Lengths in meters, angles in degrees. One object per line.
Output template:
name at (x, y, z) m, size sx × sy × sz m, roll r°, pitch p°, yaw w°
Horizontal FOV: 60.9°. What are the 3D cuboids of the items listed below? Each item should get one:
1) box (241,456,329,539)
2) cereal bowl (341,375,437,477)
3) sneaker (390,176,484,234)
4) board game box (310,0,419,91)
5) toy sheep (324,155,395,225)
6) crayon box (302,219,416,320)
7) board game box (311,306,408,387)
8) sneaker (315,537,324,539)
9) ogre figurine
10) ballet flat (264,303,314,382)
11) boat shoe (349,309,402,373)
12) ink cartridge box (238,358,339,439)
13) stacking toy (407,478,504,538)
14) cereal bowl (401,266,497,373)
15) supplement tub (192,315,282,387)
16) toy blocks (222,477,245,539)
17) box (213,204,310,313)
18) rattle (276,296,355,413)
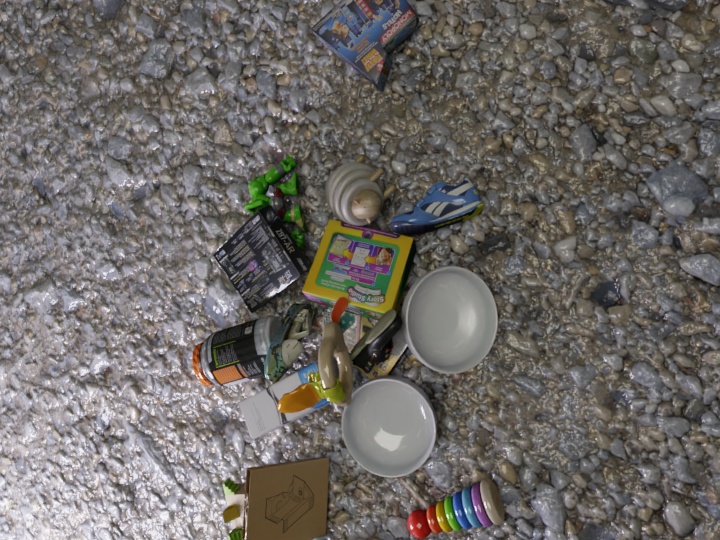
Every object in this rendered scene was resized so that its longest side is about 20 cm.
box at (-0.152, 0.482, 1.270) m, size 0.021 × 0.196 × 0.169 m, roll 1°, pitch 86°, yaw 52°
cereal bowl at (0.063, 0.309, 1.251) m, size 0.194 × 0.083 × 0.206 m, roll 2°, pitch 97°, yaw 13°
sneaker at (0.151, -0.130, 1.255) m, size 0.195 × 0.074 × 0.084 m, roll -17°, pitch 80°, yaw 0°
board game box at (0.026, -0.505, 1.325) m, size 0.198 × 0.062 × 0.202 m, roll -37°, pitch 78°, yaw 12°
toy sheep at (-0.011, -0.165, 1.285) m, size 0.140 × 0.136 × 0.200 m, roll -57°, pitch 32°, yaw 7°
crayon box at (0.000, 0.000, 1.280) m, size 0.195 × 0.059 × 0.176 m, roll 13°, pitch 70°, yaw 18°
board game box at (0.007, 0.129, 1.311) m, size 0.199 × 0.035 × 0.137 m, roll 39°, pitch 98°, yaw 15°
sneaker at (-0.114, 0.661, 1.315) m, size 0.202 × 0.073 × 0.082 m, roll -56°, pitch 45°, yaw 12°
ogre figurine at (-0.188, -0.145, 1.356) m, size 0.116 × 0.098 × 0.206 m, roll -8°, pitch 98°, yaw 6°
ballet flat at (-0.143, 0.144, 1.288) m, size 0.072 × 0.075 × 0.203 m, roll 0°, pitch 45°, yaw 17°
boat shoe at (0.038, 0.141, 1.203) m, size 0.063 × 0.074 × 0.202 m, roll 37°, pitch 142°, yaw 1°
ink cartridge box at (-0.135, 0.267, 1.291) m, size 0.197 × 0.144 × 0.086 m, roll -29°, pitch 79°, yaw 13°
stacking toy at (0.182, 0.485, 1.217) m, size 0.196 × 0.085 × 0.087 m, roll -26°, pitch 80°, yaw 18°
cereal bowl at (0.167, 0.096, 1.211) m, size 0.194 × 0.083 × 0.206 m, roll 1°, pitch 88°, yaw -16°
supplement tub at (-0.262, 0.182, 1.348) m, size 0.195 × 0.122 × 0.126 m, roll -17°, pitch 82°, yaw 16°
toy blocks at (-0.206, 0.540, 1.320) m, size 0.133 × 0.100 × 0.206 m, roll -9°, pitch 98°, yaw 20°
box at (-0.216, -0.020, 1.324) m, size 0.199 × 0.043 × 0.162 m, roll -35°, pitch 90°, yaw 40°
rattle at (-0.082, 0.165, 1.190) m, size 0.141 × 0.129 × 0.205 m, roll -23°, pitch 61°, yaw 32°
